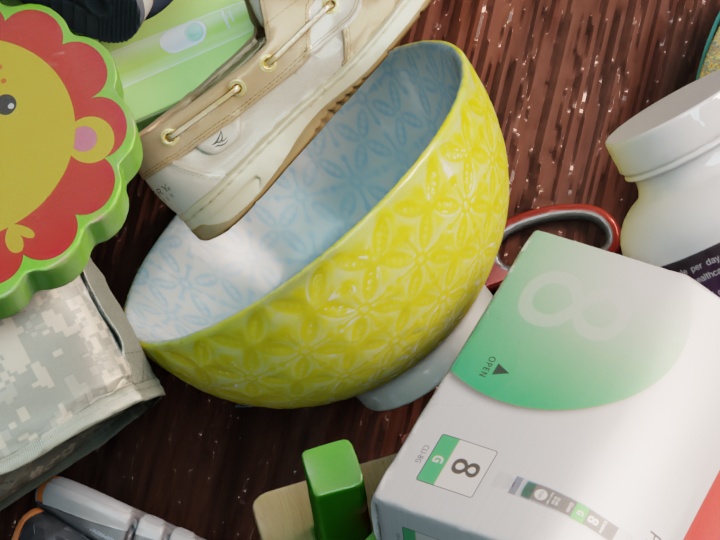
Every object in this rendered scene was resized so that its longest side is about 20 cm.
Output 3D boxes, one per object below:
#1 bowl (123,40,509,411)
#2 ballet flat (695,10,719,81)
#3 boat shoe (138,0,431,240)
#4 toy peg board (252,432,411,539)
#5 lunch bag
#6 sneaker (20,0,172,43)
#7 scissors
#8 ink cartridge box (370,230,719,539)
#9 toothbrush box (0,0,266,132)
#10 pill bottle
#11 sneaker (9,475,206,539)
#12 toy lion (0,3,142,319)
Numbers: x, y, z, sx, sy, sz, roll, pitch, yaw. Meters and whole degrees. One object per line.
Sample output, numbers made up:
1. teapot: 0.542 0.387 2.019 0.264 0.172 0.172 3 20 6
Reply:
1. bowl: 0.000 0.000 1.350 0.200 0.200 0.108 -44 110 -8
2. ballet flat: 0.184 -0.052 1.400 0.071 0.071 0.200 24 82 5
3. boat shoe: -0.028 -0.108 1.327 0.069 0.074 0.200 40 87 -10
4. toy peg board: 0.072 0.145 1.259 0.199 0.098 0.200 -16 63 -5
5. lunch bag: -0.202 0.034 1.328 0.200 0.118 0.164 -34 79 23
6. sneaker: -0.160 -0.183 1.355 0.200 0.070 0.082 36 54 11
7. scissors: 0.032 0.017 1.419 0.199 0.014 0.073 -11 80 -1
8. ink cartridge box: 0.127 0.077 1.210 0.200 0.050 0.161 16 52 23
9. toothbrush box: -0.106 -0.136 1.412 0.200 0.086 0.146 -24 80 -4
10. pill bottle: 0.191 0.011 1.313 0.112 0.112 0.200 -30 98 -6
11. sneaker: -0.080 0.182 1.359 0.200 0.078 0.112 22 83 15
12. toy lion: -0.202 -0.061 1.264 0.200 0.069 0.192 -21 72 -5
